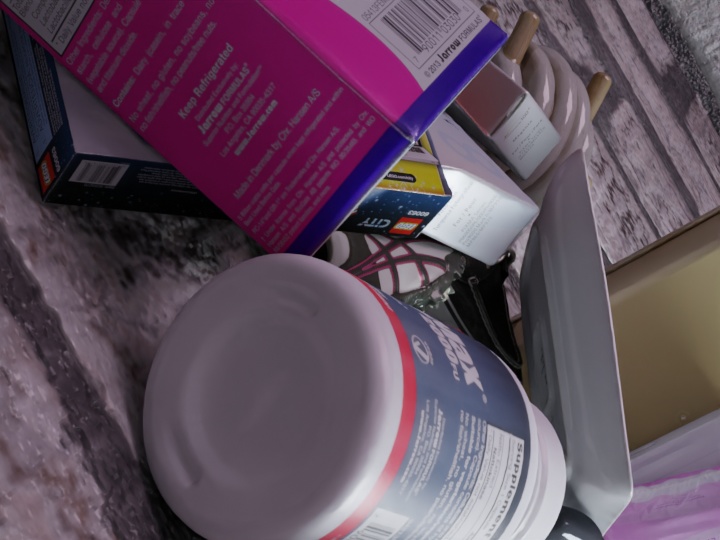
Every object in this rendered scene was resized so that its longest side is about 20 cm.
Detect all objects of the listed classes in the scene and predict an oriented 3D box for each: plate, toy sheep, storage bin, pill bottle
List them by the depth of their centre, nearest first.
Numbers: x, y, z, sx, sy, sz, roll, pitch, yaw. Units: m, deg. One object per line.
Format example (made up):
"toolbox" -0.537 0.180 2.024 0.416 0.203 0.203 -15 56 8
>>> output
"pill bottle" 0.009 0.075 0.739 0.200 0.119 0.120 28 37 -55
"plate" 0.122 0.056 1.010 0.200 0.032 0.202 90 -5 -72
"storage bin" 0.225 0.086 1.156 0.200 0.199 0.094 59 20 -5
"toy sheep" 0.112 -0.109 1.246 0.199 0.138 0.139 31 33 -34

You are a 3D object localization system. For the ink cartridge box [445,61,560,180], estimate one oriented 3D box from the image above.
"ink cartridge box" 0.027 -0.155 1.086 0.200 0.044 0.174 43 2 24

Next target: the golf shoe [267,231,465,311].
"golf shoe" 0.000 0.000 0.900 0.088 0.077 0.200 52 20 -9

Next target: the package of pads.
"package of pads" 0.234 0.219 1.062 0.076 0.120 0.202 -29 101 -64

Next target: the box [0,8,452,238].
"box" -0.063 -0.088 0.787 0.199 0.038 0.137 5 53 -35

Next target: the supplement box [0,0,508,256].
"supplement box" -0.056 -0.115 0.709 0.200 0.103 0.101 43 42 -1

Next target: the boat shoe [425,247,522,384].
"boat shoe" 0.064 -0.014 1.092 0.201 0.063 0.071 64 20 8

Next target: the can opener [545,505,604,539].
"can opener" 0.078 0.113 0.943 0.200 0.066 0.054 55 20 -38

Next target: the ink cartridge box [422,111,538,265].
"ink cartridge box" -0.012 -0.092 0.922 0.199 0.047 0.160 26 19 -45

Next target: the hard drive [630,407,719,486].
"hard drive" 0.234 0.205 1.117 0.201 0.131 0.027 60 20 -3
